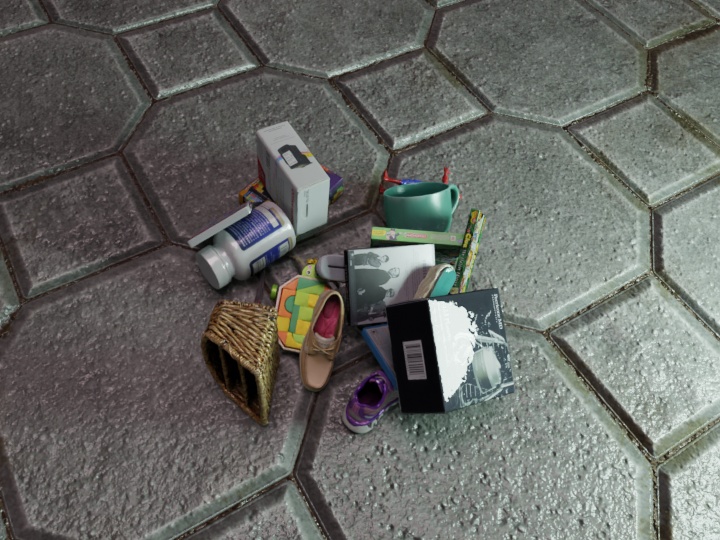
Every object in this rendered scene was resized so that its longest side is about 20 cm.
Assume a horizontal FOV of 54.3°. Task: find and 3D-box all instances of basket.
[{"bbox_3d":[-0.230,0.171,1.299,0.140,0.202,0.151,8,53,1],"label":"basket"}]

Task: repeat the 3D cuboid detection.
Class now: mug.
[{"bbox_3d":[0.146,-0.129,1.584,0.181,0.117,0.152,-7,18,-3],"label":"mug"}]

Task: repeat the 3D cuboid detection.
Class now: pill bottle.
[{"bbox_3d":[-0.249,-0.051,1.516,0.199,0.121,0.120,-35,62,-25],"label":"pill bottle"}]

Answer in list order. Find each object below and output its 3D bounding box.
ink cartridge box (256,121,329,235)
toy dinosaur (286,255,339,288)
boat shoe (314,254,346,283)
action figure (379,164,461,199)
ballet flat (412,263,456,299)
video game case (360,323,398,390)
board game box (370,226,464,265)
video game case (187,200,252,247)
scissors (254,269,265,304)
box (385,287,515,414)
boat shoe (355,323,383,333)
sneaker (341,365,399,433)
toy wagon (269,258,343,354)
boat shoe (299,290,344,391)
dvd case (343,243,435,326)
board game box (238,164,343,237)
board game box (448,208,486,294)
[{"bbox_3d":[-0.151,-0.203,1.553,0.082,0.147,0.201,-23,59,-22],"label":"ink cartridge box"},{"bbox_3d":[-0.096,0.024,1.519,0.087,0.048,0.202,-17,52,-8],"label":"toy dinosaur"},{"bbox_3d":[0.000,0.000,1.445,0.197,0.062,0.073,12,89,-19],"label":"boat shoe"},{"bbox_3d":[0.147,-0.210,1.689,0.196,0.066,0.100,12,44,-7],"label":"action figure"},{"bbox_3d":[0.124,0.072,1.403,0.062,0.068,0.201,9,58,54],"label":"ballet flat"},{"bbox_3d":[0.112,0.160,1.394,0.197,0.018,0.144,-6,49,-39],"label":"video game case"},{"bbox_3d":[0.119,-0.052,1.531,0.196,0.135,0.030,5,72,0],"label":"board game box"},{"bbox_3d":[-0.297,-0.103,1.508,0.142,0.200,0.018,-31,101,-2],"label":"video game case"},{"bbox_3d":[-0.215,0.083,1.487,0.072,0.014,0.202,15,53,11],"label":"scissors"},{"bbox_3d":[0.167,0.147,1.302,0.194,0.123,0.204,-6,85,-40],"label":"box"},{"bbox_3d":[0.044,0.046,1.498,0.071,0.061,0.203,23,55,13],"label":"boat shoe"},{"bbox_3d":[0.045,0.220,1.350,0.080,0.089,0.200,34,57,23],"label":"sneaker"},{"bbox_3d":[-0.112,0.069,1.444,0.152,0.040,0.204,11,76,-5],"label":"toy wagon"},{"bbox_3d":[-0.075,0.135,1.376,0.072,0.069,0.204,11,80,-9],"label":"boat shoe"},{"bbox_3d":[0.063,0.027,1.423,0.197,0.025,0.153,-5,95,-24],"label":"dvd case"},{"bbox_3d":[-0.163,-0.183,1.662,0.164,0.057,0.200,31,57,20],"label":"board game box"},{"bbox_3d":[0.222,-0.023,1.471,0.023,0.105,0.204,15,91,16],"label":"board game box"}]
